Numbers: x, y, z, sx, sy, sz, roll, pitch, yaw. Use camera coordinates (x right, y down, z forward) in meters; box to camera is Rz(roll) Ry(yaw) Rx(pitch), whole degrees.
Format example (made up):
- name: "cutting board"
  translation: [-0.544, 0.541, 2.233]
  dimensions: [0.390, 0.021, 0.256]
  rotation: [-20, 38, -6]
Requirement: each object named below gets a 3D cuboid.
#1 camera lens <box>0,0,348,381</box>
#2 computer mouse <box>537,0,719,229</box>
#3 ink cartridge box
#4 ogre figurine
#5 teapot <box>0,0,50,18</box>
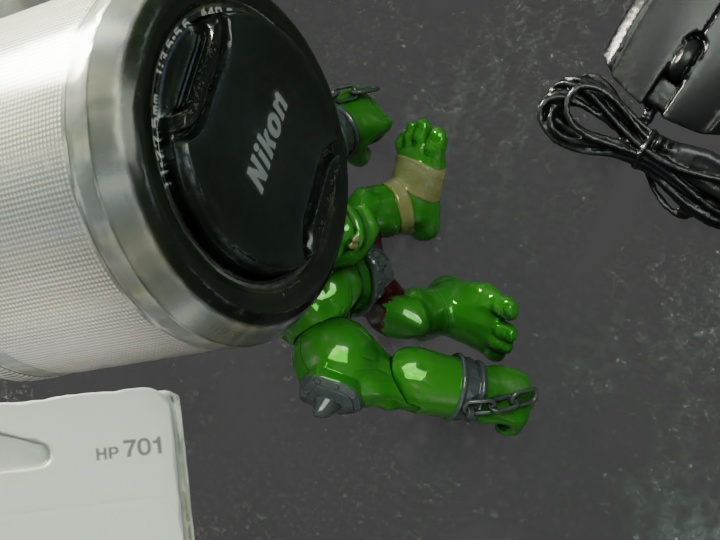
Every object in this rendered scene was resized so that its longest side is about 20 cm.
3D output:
- name: "camera lens"
  translation: [-0.117, -0.038, 0.665]
  dimensions: [0.198, 0.160, 0.162]
  rotation: [-10, 62, 34]
- name: "computer mouse"
  translation: [0.200, -0.132, 0.855]
  dimensions: [0.138, 0.053, 0.201]
  rotation: [29, 67, 6]
- name: "ink cartridge box"
  translation: [-0.141, 0.126, 0.627]
  dimensions: [0.145, 0.200, 0.087]
  rotation: [-5, 68, -9]
- name: "ogre figurine"
  translation: [0.000, 0.000, 0.759]
  dimensions: [0.119, 0.098, 0.202]
  rotation: [-14, 85, -31]
- name: "teapot"
  translation: [-0.178, -0.196, 0.787]
  dimensions: [0.145, 0.199, 0.200]
  rotation: [11, 38, 36]
